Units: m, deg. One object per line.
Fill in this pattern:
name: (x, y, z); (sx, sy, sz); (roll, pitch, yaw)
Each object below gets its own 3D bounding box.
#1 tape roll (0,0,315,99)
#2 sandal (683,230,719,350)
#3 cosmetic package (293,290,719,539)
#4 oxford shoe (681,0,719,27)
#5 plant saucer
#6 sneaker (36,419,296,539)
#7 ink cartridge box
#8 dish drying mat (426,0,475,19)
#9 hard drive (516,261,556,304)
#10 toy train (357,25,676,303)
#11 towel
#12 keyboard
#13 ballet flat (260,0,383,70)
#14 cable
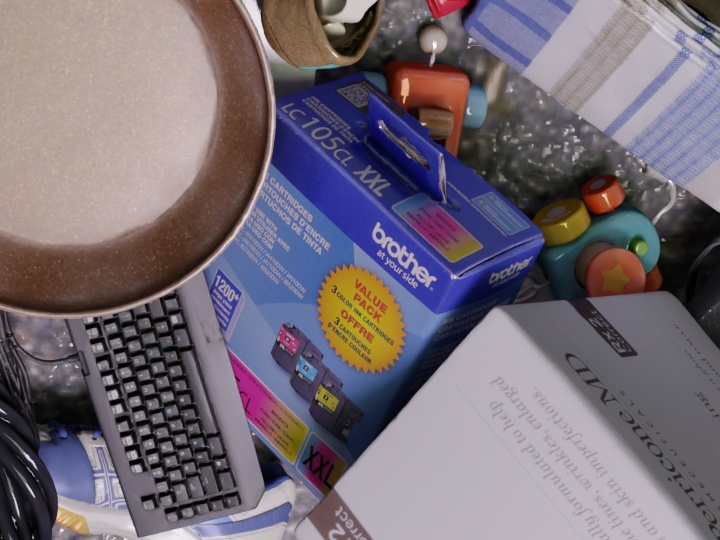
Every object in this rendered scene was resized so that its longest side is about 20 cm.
tape roll: (-0.121, -0.103, 1.013); (0.202, 0.037, 0.204); (-6, 122, -10)
sandal: (0.218, -0.008, 1.111); (0.076, 0.043, 0.201); (7, 129, -30)
cosmetic package: (0.112, 0.126, 1.011); (0.165, 0.165, 0.200); (-50, 158, 23)
oxford shoe: (0.204, -0.103, 1.000); (0.199, 0.075, 0.071); (18, 132, 25)
plant saucer: (-0.139, -0.077, 0.964); (0.199, 0.037, 0.201); (-1, 111, -2)
sneaker: (-0.127, 0.105, 1.130); (0.199, 0.075, 0.088); (29, 89, -25)
ink cartridge box: (0.000, 0.000, 1.019); (0.076, 0.136, 0.201); (-22, 146, -46)
dish drying mat: (0.111, -0.198, 1.017); (0.199, 0.018, 0.077); (-27, 122, 5)
hard drive: (0.108, 0.066, 1.172); (0.199, 0.026, 0.132); (19, 115, -23)
toy train: (0.087, -0.038, 1.072); (0.199, 0.056, 0.151); (9, 105, -19)
towel: (0.146, -0.090, 0.990); (0.200, 0.147, 0.024); (35, 73, 0)
keyboard: (-0.131, 0.043, 1.037); (0.126, 0.021, 0.201); (-13, 108, 9)
ballet flat: (0.005, -0.185, 0.947); (0.068, 0.072, 0.201); (8, 106, -36)
cable: (-0.230, 0.112, 1.062); (0.163, 0.051, 0.201); (29, 124, 14)
